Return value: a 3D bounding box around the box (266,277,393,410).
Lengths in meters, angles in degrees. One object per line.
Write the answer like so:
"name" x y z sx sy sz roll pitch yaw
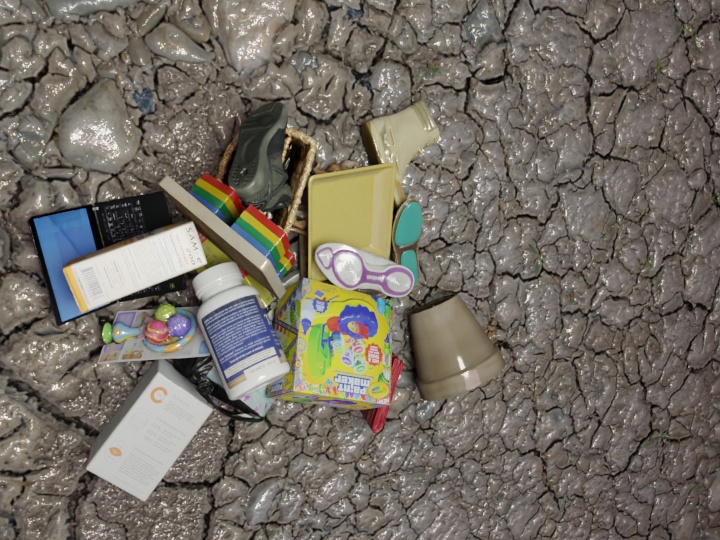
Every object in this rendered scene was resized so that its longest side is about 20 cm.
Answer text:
"box" -0.053 0.143 1.003 0.196 0.121 0.198 15 67 -29

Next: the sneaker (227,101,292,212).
"sneaker" -0.154 -0.179 0.904 0.074 0.115 0.204 -2 59 15

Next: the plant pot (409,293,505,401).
"plant pot" 0.189 0.153 1.166 0.196 0.200 0.178 -22 90 -17

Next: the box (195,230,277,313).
"box" -0.241 0.008 0.993 0.074 0.050 0.202 -34 95 12

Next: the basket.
"basket" -0.181 -0.163 0.972 0.140 0.149 0.205 20 92 -23

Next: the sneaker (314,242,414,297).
"sneaker" 0.000 0.000 1.018 0.195 0.099 0.077 20 94 -20

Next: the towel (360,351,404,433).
"towel" 0.032 0.221 1.093 0.022 0.200 0.148 18 92 -13

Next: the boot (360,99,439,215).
"boot" 0.099 -0.229 1.117 0.153 0.073 0.205 -26 105 -17

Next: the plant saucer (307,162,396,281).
"plant saucer" -0.026 -0.097 1.028 0.196 0.048 0.206 -16 121 -34

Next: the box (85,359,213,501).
"box" -0.380 0.285 0.994 0.124 0.097 0.202 40 84 -22

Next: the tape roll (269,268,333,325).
"tape roll" -0.096 0.095 1.109 0.197 0.037 0.209 -4 101 -21

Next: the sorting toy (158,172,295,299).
"sorting toy" -0.190 -0.062 0.848 0.197 0.200 0.070 39 78 8

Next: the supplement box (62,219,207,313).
"supplement box" -0.356 -0.014 0.869 0.196 0.125 0.075 -24 105 -22

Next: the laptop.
"laptop" -0.417 -0.025 0.922 0.194 0.103 0.183 -10 103 -6

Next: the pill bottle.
"pill bottle" -0.201 0.096 0.893 0.109 0.111 0.204 -23 80 -16

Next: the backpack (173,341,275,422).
"backpack" -0.233 0.190 1.011 0.200 0.166 0.128 43 78 -28

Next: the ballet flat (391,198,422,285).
"ballet flat" 0.088 -0.061 1.121 0.068 0.066 0.205 -9 122 -17

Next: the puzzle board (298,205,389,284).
"puzzle board" -0.031 -0.049 1.101 0.195 0.017 0.156 1 82 -25

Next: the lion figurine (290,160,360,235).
"lion figurine" -0.069 -0.134 1.056 0.121 0.072 0.204 33 83 -36

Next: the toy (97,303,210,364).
"toy" -0.346 0.095 0.931 0.194 0.117 0.048 -7 134 5
